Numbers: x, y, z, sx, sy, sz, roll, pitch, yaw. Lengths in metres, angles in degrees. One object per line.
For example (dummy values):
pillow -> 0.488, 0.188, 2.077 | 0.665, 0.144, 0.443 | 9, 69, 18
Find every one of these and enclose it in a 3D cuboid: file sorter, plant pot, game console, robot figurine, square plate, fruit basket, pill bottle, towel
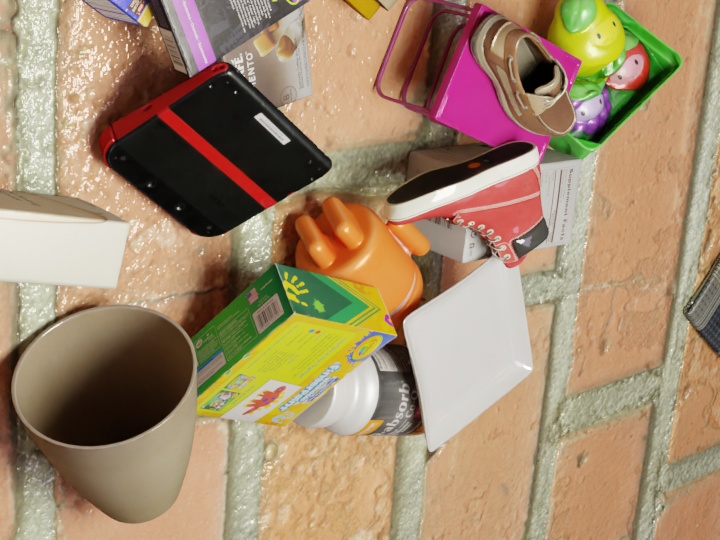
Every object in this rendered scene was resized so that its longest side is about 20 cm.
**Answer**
file sorter -> 0.137, -0.230, 1.773 | 0.200, 0.125, 0.139 | 18, 95, -45
plant pot -> -0.251, 0.172, 1.556 | 0.187, 0.187, 0.200 | -37, 143, -27
game console -> -0.151, -0.120, 1.541 | 0.177, 0.031, 0.200 | -30, 139, 18
robot figurine -> -0.002, 0.001, 1.749 | 0.200, 0.117, 0.144 | 49, 60, -43
square plate -> 0.129, 0.091, 1.809 | 0.198, 0.028, 0.200 | -34, 127, -31
fruit basket -> 0.300, -0.261, 1.886 | 0.216, 0.155, 0.216 | -46, 167, -14
pill bottle -> 0.007, 0.145, 1.817 | 0.200, 0.116, 0.116 | 5, 104, -45
towel -> 0.612, 0.032, 2.417 | 0.200, 0.035, 0.193 | -56, 133, -7

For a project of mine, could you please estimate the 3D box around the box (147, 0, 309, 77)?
box -> -0.120, -0.300, 1.448 | 0.200, 0.036, 0.143 | -36, 128, -24

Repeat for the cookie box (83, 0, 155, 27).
cookie box -> -0.245, -0.353, 1.389 | 0.200, 0.075, 0.171 | 34, 82, -47

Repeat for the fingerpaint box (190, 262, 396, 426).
fingerpaint box -> -0.090, 0.087, 1.660 | 0.167, 0.073, 0.200 | 14, 135, -45

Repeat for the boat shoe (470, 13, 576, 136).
boat shoe -> 0.199, -0.212, 1.696 | 0.200, 0.072, 0.076 | 40, 81, -45

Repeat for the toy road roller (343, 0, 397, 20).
toy road roller -> 0.015, -0.345, 1.577 | 0.123, 0.146, 0.200 | -50, 138, 5

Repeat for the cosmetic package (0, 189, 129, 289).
cosmetic package -> -0.335, -0.034, 1.421 | 0.200, 0.104, 0.073 | 4, 104, -46

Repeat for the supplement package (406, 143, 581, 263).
supplement package -> 0.165, -0.091, 1.866 | 0.200, 0.117, 0.117 | -10, 113, -41

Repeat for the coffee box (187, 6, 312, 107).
coffee box -> -0.124, -0.267, 1.538 | 0.114, 0.080, 0.200 | -24, 122, -34

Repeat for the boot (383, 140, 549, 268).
boot -> 0.128, -0.053, 1.728 | 0.200, 0.072, 0.144 | -19, 116, -18
